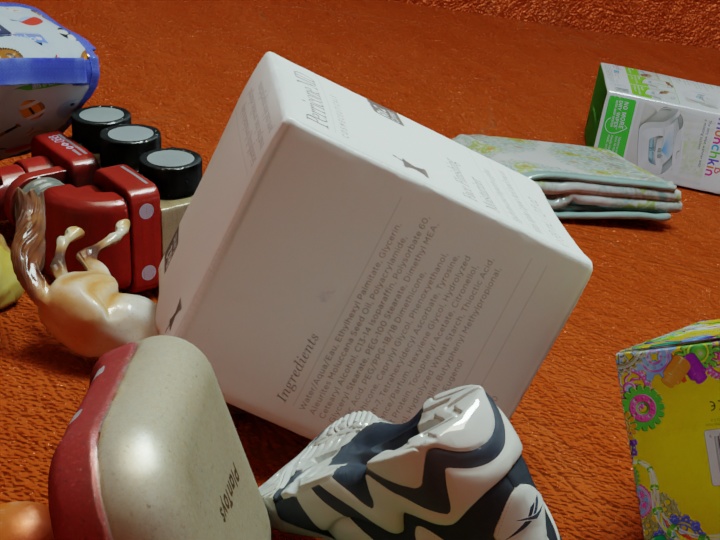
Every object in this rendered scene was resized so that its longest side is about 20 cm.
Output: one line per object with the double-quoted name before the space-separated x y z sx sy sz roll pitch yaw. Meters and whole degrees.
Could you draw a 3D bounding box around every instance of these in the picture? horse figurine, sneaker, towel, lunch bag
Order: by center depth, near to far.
"sneaker" 0.030 0.135 0.824 0.079 0.130 0.199 -39 9 -39
"horse figurine" -0.143 0.023 1.072 0.199 0.050 0.133 26 34 -7
"lunch bag" -0.321 -0.143 1.307 0.169 0.125 0.199 -9 1 -43
"towel" 0.207 -0.093 1.720 0.198 0.049 0.171 4 15 -21

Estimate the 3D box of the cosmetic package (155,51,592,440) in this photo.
"cosmetic package" 0.000 0.000 1.000 0.199 0.166 0.165 25 15 -15

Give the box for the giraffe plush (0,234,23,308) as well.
"giraffe plush" -0.289 -0.052 1.062 0.171 0.163 0.200 7 17 -14

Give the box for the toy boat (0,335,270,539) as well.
"toy boat" -0.117 0.116 0.759 0.130 0.131 0.200 -17 15 7

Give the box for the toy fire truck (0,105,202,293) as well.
"toy fire truck" -0.231 -0.056 1.219 0.199 0.130 0.176 -14 29 -31

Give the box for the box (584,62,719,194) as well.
"box" 0.359 -0.170 1.974 0.175 0.097 0.200 12 17 1

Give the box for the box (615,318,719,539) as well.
"box" 0.265 0.080 0.909 0.199 0.123 0.192 -9 0 25
